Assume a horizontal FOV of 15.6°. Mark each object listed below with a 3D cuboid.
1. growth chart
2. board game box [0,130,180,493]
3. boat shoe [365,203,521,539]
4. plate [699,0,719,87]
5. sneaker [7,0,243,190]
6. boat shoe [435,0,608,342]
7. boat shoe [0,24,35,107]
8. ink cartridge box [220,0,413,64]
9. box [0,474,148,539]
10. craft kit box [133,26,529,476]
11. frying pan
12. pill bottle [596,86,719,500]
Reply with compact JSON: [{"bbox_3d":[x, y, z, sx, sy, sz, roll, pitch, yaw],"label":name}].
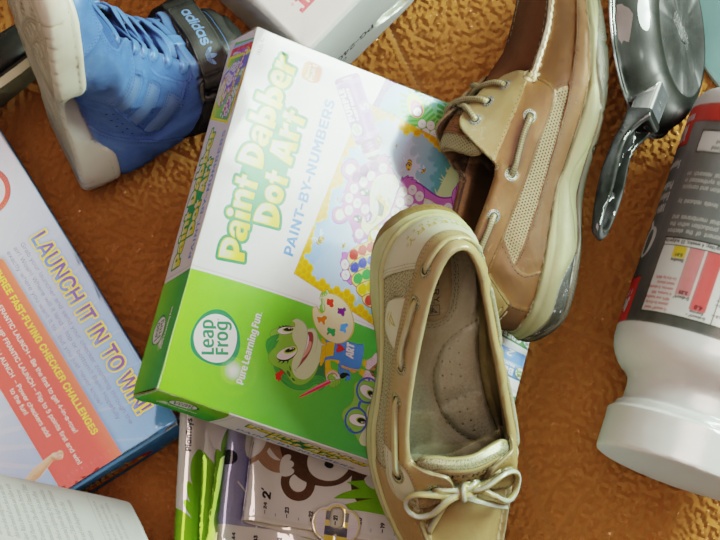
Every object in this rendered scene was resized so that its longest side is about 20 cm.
[{"bbox_3d":[-0.008,0.109,1.405,0.199,0.018,0.146,-1,82,-15],"label":"growth chart"},{"bbox_3d":[-0.228,0.055,1.424,0.195,0.056,0.201,-32,80,-4],"label":"board game box"},{"bbox_3d":[0.045,0.070,1.315,0.073,0.063,0.202,-8,110,-16],"label":"boat shoe"},{"bbox_3d":[0.275,-0.167,1.464,0.199,0.026,0.202,0,80,3],"label":"plate"},{"bbox_3d":[-0.117,-0.120,1.383,0.111,0.200,0.077,-25,64,-8],"label":"sneaker"},{"bbox_3d":[0.079,-0.067,1.360,0.073,0.076,0.201,10,79,-16],"label":"boat shoe"},{"bbox_3d":[-0.253,-0.088,1.442,0.201,0.074,0.063,-32,88,1],"label":"boat shoe"},{"bbox_3d":[-0.046,-0.223,1.455,0.200,0.083,0.145,43,84,9],"label":"ink cartridge box"},{"bbox_3d":[-0.217,0.171,1.329,0.199,0.098,0.125,13,104,-19],"label":"box"},{"bbox_3d":[0.000,0.000,1.379,0.196,0.048,0.201,19,76,-18],"label":"craft kit box"},{"bbox_3d":[0.148,-0.111,1.386,0.031,0.190,0.116,-6,117,25],"label":"frying pan"},{"bbox_3d":[0.200,0.014,1.386,0.115,0.116,0.201,20,81,5],"label":"pill bottle"}]
